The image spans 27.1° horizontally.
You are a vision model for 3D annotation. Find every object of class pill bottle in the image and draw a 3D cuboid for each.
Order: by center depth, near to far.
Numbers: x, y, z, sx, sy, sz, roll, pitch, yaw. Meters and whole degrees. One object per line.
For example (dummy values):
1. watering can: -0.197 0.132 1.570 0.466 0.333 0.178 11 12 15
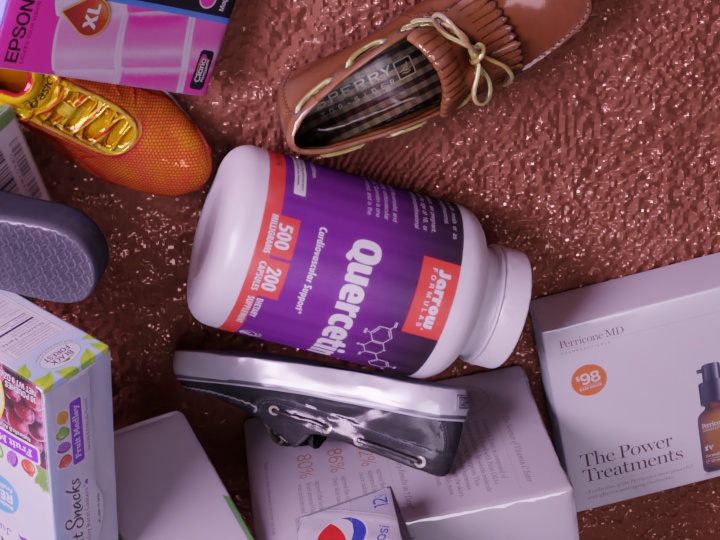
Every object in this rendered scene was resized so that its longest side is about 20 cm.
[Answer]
1. pill bottle: 0.000 0.000 0.921 0.199 0.113 0.113 15 114 -14

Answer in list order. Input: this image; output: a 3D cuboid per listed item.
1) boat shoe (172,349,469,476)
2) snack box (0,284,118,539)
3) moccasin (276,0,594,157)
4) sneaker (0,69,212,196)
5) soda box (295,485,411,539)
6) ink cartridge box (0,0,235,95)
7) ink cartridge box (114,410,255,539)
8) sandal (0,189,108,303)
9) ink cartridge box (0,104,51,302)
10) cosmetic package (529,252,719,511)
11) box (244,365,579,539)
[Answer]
1. boat shoe: -0.031 0.087 0.946 0.199 0.069 0.057 8 90 20
2. snack box: -0.202 0.105 0.836 0.142 0.053 0.201 26 130 29
3. moccasin: 0.044 -0.125 0.882 0.200 0.078 0.074 -20 118 2
4. sneaker: -0.174 -0.096 0.869 0.200 0.077 0.073 30 108 -22
5. soda box: 0.021 0.232 0.895 0.063 0.068 0.201 -18 120 2
6. ink cartridge box: -0.150 -0.153 0.803 0.199 0.037 0.095 2 114 -47
7. ink cartridge box: -0.131 0.211 0.949 0.084 0.146 0.200 -17 146 -30
8. sandal: -0.228 -0.032 0.793 0.199 0.043 0.076 17 136 2
9. ink cartridge box: -0.277 -0.033 0.877 0.199 0.059 0.104 -2 122 27
10. cosmetic package: 0.226 0.070 1.024 0.199 0.052 0.151 -15 115 0
11. box: 0.032 0.162 0.985 0.199 0.152 0.107 -10 117 -2
